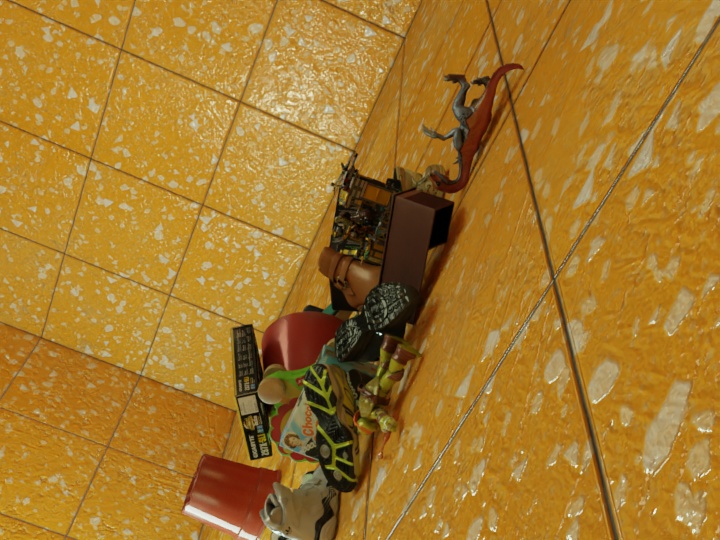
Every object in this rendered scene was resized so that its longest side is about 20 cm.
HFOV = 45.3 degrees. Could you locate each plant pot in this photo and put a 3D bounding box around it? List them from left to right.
[{"bbox_3d":[-0.320,0.550,2.108,0.201,0.194,0.202,-158,90,-81],"label":"plant pot"},{"bbox_3d":[-0.100,0.210,1.663,0.178,0.199,0.201,-91,23,-44],"label":"plant pot"}]

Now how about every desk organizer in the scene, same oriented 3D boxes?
[{"bbox_3d":[0.085,-0.022,1.376,0.072,0.077,0.202,-23,-52,-53],"label":"desk organizer"}]

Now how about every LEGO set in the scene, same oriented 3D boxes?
[{"bbox_3d":[-0.012,-0.101,1.439,0.200,0.115,0.155,-114,44,-63],"label":"LEGO set"}]

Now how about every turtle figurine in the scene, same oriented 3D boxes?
[{"bbox_3d":[0.027,0.178,1.285,0.200,0.064,0.163,-126,59,-81],"label":"turtle figurine"}]

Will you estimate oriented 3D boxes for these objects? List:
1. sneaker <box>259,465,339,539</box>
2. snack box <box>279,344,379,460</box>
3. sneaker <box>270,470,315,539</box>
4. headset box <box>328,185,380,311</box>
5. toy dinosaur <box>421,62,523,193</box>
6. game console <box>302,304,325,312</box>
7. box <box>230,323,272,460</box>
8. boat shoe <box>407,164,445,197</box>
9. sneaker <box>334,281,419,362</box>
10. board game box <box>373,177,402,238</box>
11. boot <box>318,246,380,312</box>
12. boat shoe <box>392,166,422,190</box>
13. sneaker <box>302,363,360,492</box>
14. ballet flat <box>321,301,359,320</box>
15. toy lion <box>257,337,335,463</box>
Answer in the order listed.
[{"bbox_3d":[-0.097,0.372,1.415,0.200,0.114,0.076,-89,23,-68],"label":"sneaker"},{"bbox_3d":[-0.047,0.231,1.451,0.037,0.115,0.201,-85,19,-64],"label":"snack box"},{"bbox_3d":[-0.112,0.413,1.503,0.200,0.087,0.076,-81,14,-62],"label":"sneaker"},{"bbox_3d":[-0.007,-0.036,1.718,0.175,0.092,0.201,87,-172,-52],"label":"headset box"},{"bbox_3d":[0.164,-0.219,1.376,0.200,0.104,0.183,168,103,-66],"label":"toy dinosaur"},{"bbox_3d":[-0.091,0.181,1.857,0.176,0.115,0.202,158,133,-79],"label":"game console"},{"bbox_3d":[-0.202,0.223,1.598,0.201,0.049,0.161,-106,6,-55],"label":"box"},{"bbox_3d":[0.105,-0.116,1.539,0.073,0.062,0.201,124,165,-55],"label":"boat shoe"},{"bbox_3d":[0.039,0.083,1.347,0.200,0.090,0.077,-42,44,45],"label":"sneaker"},{"bbox_3d":[0.056,-0.072,1.589,0.200,0.028,0.137,67,-146,-74],"label":"board game box"},{"bbox_3d":[0.000,0.000,1.524,0.077,0.155,0.200,-46,-12,-21],"label":"boot"},{"bbox_3d":[0.074,-0.121,1.750,0.073,0.063,0.202,129,161,-63],"label":"boat shoe"},{"bbox_3d":[-0.028,0.242,1.346,0.075,0.076,0.202,-17,79,36],"label":"sneaker"},{"bbox_3d":[-0.014,0.058,1.805,0.200,0.069,0.070,-49,-2,-29],"label":"ballet flat"},{"bbox_3d":[-0.076,0.240,1.506,0.199,0.193,0.069,-24,17,11],"label":"toy lion"}]
